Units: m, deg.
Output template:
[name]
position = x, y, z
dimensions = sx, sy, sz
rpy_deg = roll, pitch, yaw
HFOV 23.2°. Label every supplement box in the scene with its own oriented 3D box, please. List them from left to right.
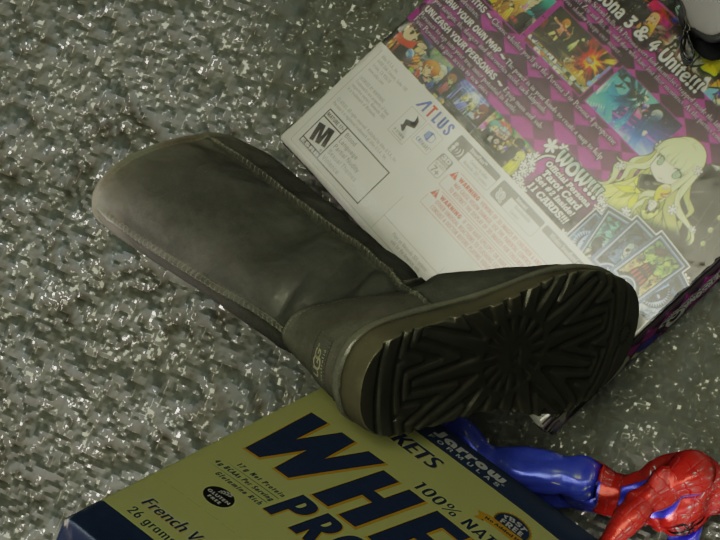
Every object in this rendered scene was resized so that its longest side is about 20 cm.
[supplement box]
position = -0.036, 0.177, 0.702
dimensions = 0.134, 0.200, 0.200
rpy_deg = 35, 118, 20

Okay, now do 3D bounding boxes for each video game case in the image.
[video game case]
position = 0.089, -0.054, 0.842
dimensions = 0.181, 0.036, 0.200
rpy_deg = -43, 70, 3

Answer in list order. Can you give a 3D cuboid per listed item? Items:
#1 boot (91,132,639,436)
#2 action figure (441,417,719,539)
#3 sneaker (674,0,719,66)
[boot]
position = 0.001, -0.002, 0.792
dimensions = 0.200, 0.181, 0.073
rpy_deg = 30, 115, 47
[action figure]
position = 0.089, 0.120, 0.787
dimensions = 0.199, 0.065, 0.099
rpy_deg = 4, 70, 18
[sneaker]
position = 0.237, -0.134, 0.798
dimensions = 0.199, 0.078, 0.140
rpy_deg = -8, 80, 9
